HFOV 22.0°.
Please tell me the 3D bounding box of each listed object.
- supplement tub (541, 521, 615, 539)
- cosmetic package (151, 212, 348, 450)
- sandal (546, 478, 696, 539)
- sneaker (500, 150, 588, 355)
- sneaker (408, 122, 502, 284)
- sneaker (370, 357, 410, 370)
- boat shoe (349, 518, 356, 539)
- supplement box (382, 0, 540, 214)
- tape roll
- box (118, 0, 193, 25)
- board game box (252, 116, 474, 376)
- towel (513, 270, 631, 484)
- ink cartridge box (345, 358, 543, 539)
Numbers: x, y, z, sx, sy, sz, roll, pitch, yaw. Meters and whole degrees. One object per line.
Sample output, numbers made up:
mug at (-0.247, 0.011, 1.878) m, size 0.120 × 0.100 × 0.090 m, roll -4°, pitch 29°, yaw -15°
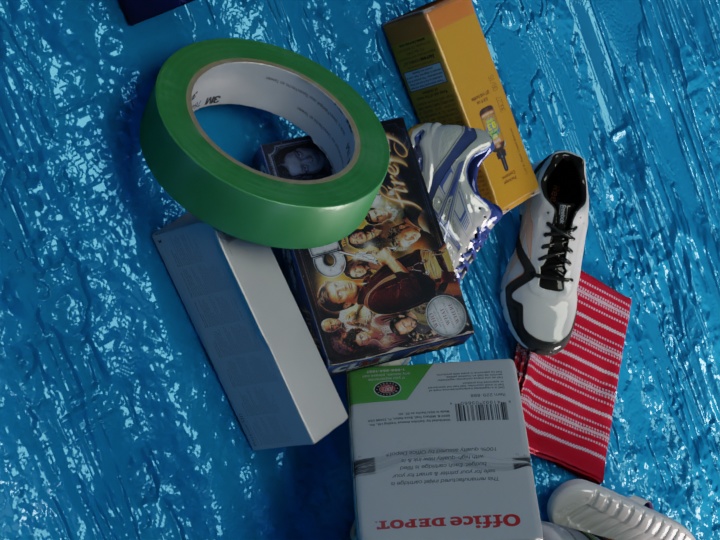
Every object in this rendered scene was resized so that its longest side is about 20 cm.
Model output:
supplement tub at (0.216, 0.306, 1.705) m, size 0.199 × 0.122 × 0.124 m, roll 19°, pitch 71°, yaw -39°
cosmetic package at (-0.089, 0.045, 1.504) m, size 0.051 × 0.082 × 0.201 m, roll -35°, pitch 107°, yaw -42°
sandal at (0.260, 0.251, 1.798) m, size 0.202 × 0.082 × 0.050 m, roll 38°, pitch 17°, yaw -29°
sneaker at (0.176, -0.021, 1.742) m, size 0.073 × 0.080 × 0.202 m, roll 6°, pitch 73°, yaw -8°
sneaker at (0.082, -0.031, 1.646) m, size 0.075 × 0.087 × 0.202 m, roll 0°, pitch 89°, yaw -79°
sneaker at (0.000, 0.000, 1.612) m, size 0.071 × 0.073 × 0.202 m, roll -6°, pitch 73°, yaw -14°
boat shoe at (0.053, 0.168, 1.621) m, size 0.062 × 0.071 × 0.201 m, roll 40°, pitch 63°, yaw -26°
supplement box at (0.094, -0.149, 1.712) m, size 0.066 × 0.069 × 0.201 m, roll -29°, pitch 100°, yaw -40°
tape roll at (-0.076, -0.104, 1.488) m, size 0.199 × 0.048 × 0.201 m, roll 16°, pitch 40°, yaw -14°
box at (-0.162, -0.311, 1.459) m, size 0.079 × 0.141 × 0.201 m, roll -35°, pitch 106°, yaw -40°
board game box at (0.002, -0.021, 1.561) m, size 0.135 × 0.035 × 0.201 m, roll -13°, pitch 75°, yaw -20°
towel at (0.203, 0.094, 1.797) m, size 0.144 × 0.022 × 0.201 m, roll 28°, pitch 65°, yaw -36°
ink cartridge box at (0.064, 0.172, 1.504) m, size 0.201 × 0.145 × 0.084 m, roll -94°, pitch -178°, yaw -48°
